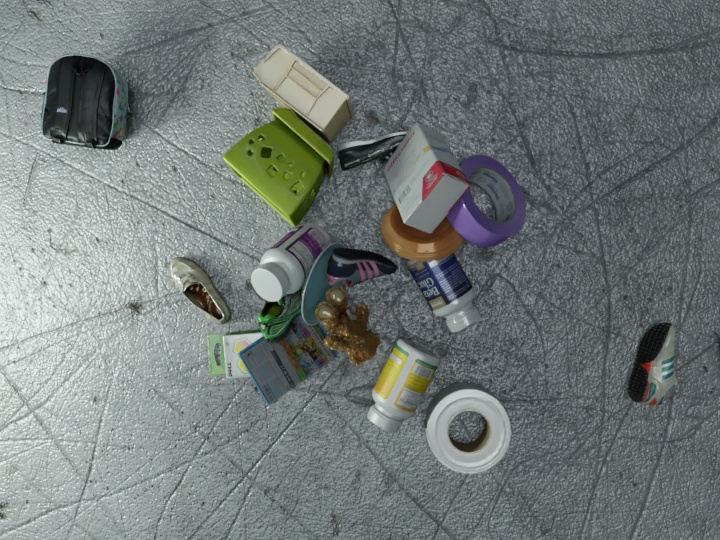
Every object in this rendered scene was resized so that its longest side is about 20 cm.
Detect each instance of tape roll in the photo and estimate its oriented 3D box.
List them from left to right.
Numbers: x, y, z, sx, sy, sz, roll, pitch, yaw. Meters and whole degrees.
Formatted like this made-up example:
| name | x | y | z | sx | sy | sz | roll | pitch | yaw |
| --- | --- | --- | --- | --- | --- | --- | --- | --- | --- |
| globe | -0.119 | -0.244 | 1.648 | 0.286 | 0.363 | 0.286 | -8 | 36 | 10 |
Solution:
| name | x | y | z | sx | sy | sz | roll | pitch | yaw |
| --- | --- | --- | --- | --- | --- | --- | --- | --- | --- |
| tape roll | 0.253 | 0.374 | 1.421 | 0.200 | 0.071 | 0.205 | 0 | 93 | 1 |
| tape roll | 0.278 | -0.157 | 1.344 | 0.198 | 0.066 | 0.202 | 14 | 62 | -27 |

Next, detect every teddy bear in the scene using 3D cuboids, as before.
| name | x | y | z | sx | sy | sz | roll | pitch | yaw |
| --- | --- | --- | --- | --- | --- | --- | --- | --- | --- |
| teddy bear | -0.036 | 0.130 | 1.395 | 0.200 | 0.066 | 0.146 | 38 | 55 | -38 |

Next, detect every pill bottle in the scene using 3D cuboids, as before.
| name | x | y | z | sx | sy | sz | roll | pitch | yaw |
| --- | --- | --- | --- | --- | --- | --- | --- | --- | --- |
| pill bottle | -0.155 | -0.018 | 1.342 | 0.111 | 0.200 | 0.113 | 17 | 128 | 23 |
| pill bottle | 0.096 | 0.272 | 1.399 | 0.112 | 0.113 | 0.202 | 26 | 93 | 0 |
| pill bottle | 0.197 | 0.037 | 1.387 | 0.110 | 0.111 | 0.201 | -30 | 91 | 3 |

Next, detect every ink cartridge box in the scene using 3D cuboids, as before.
| name | x | y | z | sx | sy | sz | roll | pitch | yaw |
| --- | --- | --- | --- | --- | --- | --- | --- | --- | --- |
| ink cartridge box | -0.275 | 0.200 | 1.432 | 0.197 | 0.059 | 0.105 | -4 | 92 | 2 |
| ink cartridge box | 0.140 | -0.206 | 1.311 | 0.085 | 0.201 | 0.148 | 18 | 127 | -29 |

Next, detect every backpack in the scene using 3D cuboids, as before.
| name | x | y | z | sx | sy | sz | roll | pitch | yaw |
| --- | --- | --- | --- | --- | --- | --- | --- | --- | --- |
| backpack | -0.626 | -0.386 | 1.371 | 0.175 | 0.151 | 0.202 | 7 | 100 | -1 |

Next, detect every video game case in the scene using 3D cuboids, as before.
| name | x | y | z | sx | sy | sz | roll | pitch | yaw |
| --- | --- | --- | --- | --- | --- | --- | --- | --- | --- |
| video game case | -0.168 | 0.198 | 1.397 | 0.199 | 0.018 | 0.144 | -33 | 104 | -21 |

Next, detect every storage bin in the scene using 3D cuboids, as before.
| name | x | y | z | sx | sy | sz | roll | pitch | yaw |
| --- | --- | --- | --- | --- | --- | --- | --- | --- | --- |
| storage bin | -0.122 | -0.390 | 1.334 | 0.198 | 0.200 | 0.094 | 38 | 95 | 0 |

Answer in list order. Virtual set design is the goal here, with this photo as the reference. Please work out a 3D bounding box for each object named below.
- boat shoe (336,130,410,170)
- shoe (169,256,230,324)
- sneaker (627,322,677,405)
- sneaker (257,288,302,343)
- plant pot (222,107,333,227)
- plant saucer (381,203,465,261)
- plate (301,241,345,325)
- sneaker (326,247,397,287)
| name | x | y | z | sx | sy | sz | roll | pitch | yaw |
| --- | --- | --- | --- | --- | --- | --- | --- | --- | --- |
| boat shoe | 0.045 | -0.282 | 1.400 | 0.198 | 0.076 | 0.061 | -11 | 91 | 14 |
| shoe | -0.387 | 0.047 | 1.431 | 0.070 | 0.053 | 0.200 | -42 | 91 | 3 |
| sneaker | 0.711 | 0.225 | 1.412 | 0.093 | 0.070 | 0.202 | 18 | 91 | -17 |
| sneaker | -0.169 | 0.069 | 1.373 | 0.077 | 0.201 | 0.086 | 9 | 137 | 22 |
| plant pot | -0.168 | -0.237 | 1.348 | 0.199 | 0.200 | 0.182 | 40 | 86 | -1 |
| plant saucer | 0.145 | -0.107 | 1.357 | 0.198 | 0.038 | 0.202 | -3 | 49 | 3 |
| plate | -0.088 | 0.027 | 1.358 | 0.025 | 0.200 | 0.202 | 20 | 93 | 19 |
| sneaker | 0.000 | 0.000 | 1.378 | 0.199 | 0.070 | 0.083 | 7 | 114 | -41 |
